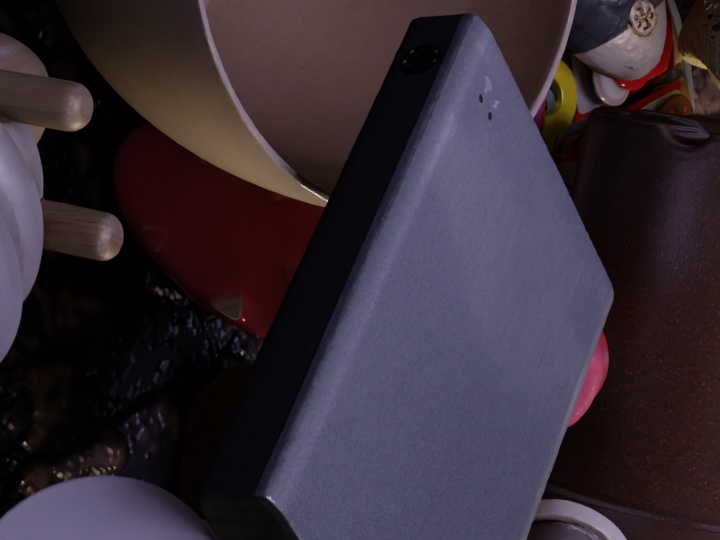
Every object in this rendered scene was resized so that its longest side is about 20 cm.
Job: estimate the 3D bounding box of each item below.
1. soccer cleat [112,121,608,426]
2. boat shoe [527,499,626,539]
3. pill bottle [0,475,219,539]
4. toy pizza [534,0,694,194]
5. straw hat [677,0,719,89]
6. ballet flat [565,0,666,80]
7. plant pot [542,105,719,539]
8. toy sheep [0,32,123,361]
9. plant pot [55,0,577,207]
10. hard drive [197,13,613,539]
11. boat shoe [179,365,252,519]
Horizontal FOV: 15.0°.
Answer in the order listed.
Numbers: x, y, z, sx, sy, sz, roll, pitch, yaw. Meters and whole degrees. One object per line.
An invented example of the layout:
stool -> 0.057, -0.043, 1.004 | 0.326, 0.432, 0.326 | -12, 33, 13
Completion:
soccer cleat -> 0.000, 0.000, 1.017 | 0.199, 0.076, 0.067 | 25, 103, -5
boat shoe -> 0.038, 0.164, 1.035 | 0.072, 0.200, 0.060 | 32, 40, -5
pill bottle -> -0.067, 0.145, 0.880 | 0.112, 0.112, 0.200 | -61, 161, -24
toy pizza -> 0.092, -0.057, 1.176 | 0.200, 0.032, 0.201 | -7, 100, -48
straw hat -> 0.185, -0.105, 1.195 | 0.201, 0.201, 0.085 | 14, 125, -48
ballet flat -> 0.087, -0.163, 1.104 | 0.066, 0.057, 0.200 | -44, 125, -36
plant pot -> 0.152, 0.041, 1.114 | 0.200, 0.200, 0.199 | 2, 99, -48
toy sheep -> -0.158, -0.008, 0.825 | 0.200, 0.138, 0.138 | -51, 129, -43
plant pot -> -0.035, -0.122, 0.948 | 0.200, 0.134, 0.201 | -7, 99, -48
hard drive -> 0.020, 0.038, 0.874 | 0.140, 0.033, 0.200 | 61, 40, -39
boat shoe -> -0.031, 0.138, 1.034 | 0.072, 0.072, 0.201 | 10, 80, -48
